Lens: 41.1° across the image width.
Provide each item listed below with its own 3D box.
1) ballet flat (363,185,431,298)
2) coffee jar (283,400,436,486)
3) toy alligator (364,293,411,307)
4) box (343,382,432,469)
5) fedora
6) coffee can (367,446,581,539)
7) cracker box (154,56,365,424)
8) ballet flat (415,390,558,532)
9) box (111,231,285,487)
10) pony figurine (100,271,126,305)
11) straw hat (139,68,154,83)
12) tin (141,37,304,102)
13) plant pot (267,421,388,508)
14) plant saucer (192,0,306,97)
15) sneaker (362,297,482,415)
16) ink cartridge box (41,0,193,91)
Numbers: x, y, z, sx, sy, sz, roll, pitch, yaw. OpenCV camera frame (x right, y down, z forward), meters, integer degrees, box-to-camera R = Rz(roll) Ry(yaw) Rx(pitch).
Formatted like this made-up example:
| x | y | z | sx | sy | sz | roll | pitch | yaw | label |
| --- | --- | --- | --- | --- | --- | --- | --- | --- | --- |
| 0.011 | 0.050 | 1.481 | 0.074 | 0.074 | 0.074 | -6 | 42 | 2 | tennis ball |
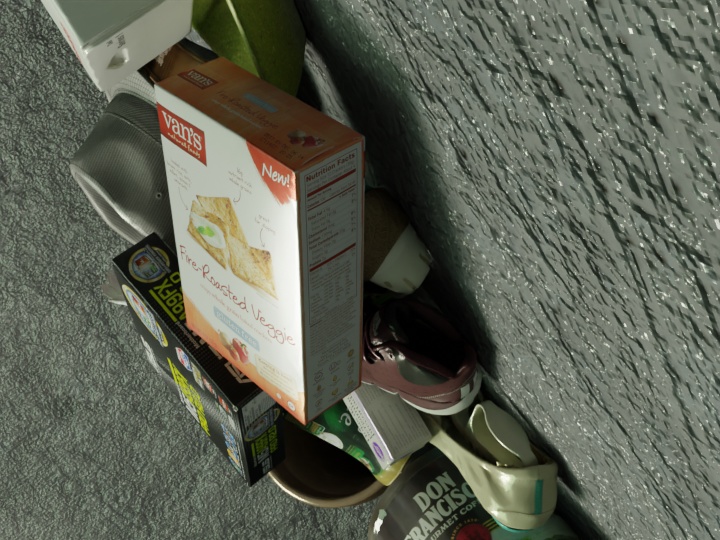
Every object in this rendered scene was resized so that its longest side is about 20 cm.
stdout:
| x | y | z | sx | sy | sz | roll | pitch | yaw | label |
| --- | --- | --- | --- | --- | --- | --- | --- | --- | --- |
| 0.013 | -0.010 | 0.697 | 0.072 | 0.068 | 0.200 | 36 | 170 | 2 | ballet flat |
| -0.002 | 0.119 | 0.878 | 0.199 | 0.105 | 0.085 | 30 | 159 | 1 | coffee jar |
| 0.000 | 0.000 | 0.831 | 0.054 | 0.059 | 0.201 | -35 | 84 | 39 | toy alligator |
| -0.012 | 0.062 | 0.781 | 0.201 | 0.041 | 0.039 | 58 | 157 | 14 | box |
| -0.173 | -0.071 | 0.808 | 0.200 | 0.091 | 0.176 | 49 | 162 | -31 | fedora |
| 0.117 | 0.254 | 0.769 | 0.200 | 0.146 | 0.147 | 47 | 167 | 45 | coffee can |
| -0.062 | -0.017 | 0.616 | 0.134 | 0.057 | 0.201 | 33 | 138 | 34 | cracker box |
| 0.089 | 0.120 | 0.757 | 0.200 | 0.069 | 0.070 | 43 | 164 | 51 | ballet flat |
| -0.129 | 0.082 | 0.801 | 0.160 | 0.044 | 0.201 | 46 | 158 | 19 | box |
| -0.144 | 0.021 | 1.010 | 0.192 | 0.167 | 0.201 | 5 | 134 | 37 | pony figurine |
| -0.195 | -0.244 | 0.869 | 0.201 | 0.085 | 0.201 | 43 | -165 | -14 | straw hat |
| -0.110 | -0.149 | 0.761 | 0.111 | 0.042 | 0.200 | 24 | -169 | -30 | tin |
| -0.009 | 0.181 | 1.155 | 0.201 | 0.200 | 0.174 | 53 | -172 | 21 | plant pot |
| -0.105 | -0.221 | 0.610 | 0.200 | 0.048 | 0.200 | 50 | 169 | 38 | plant saucer |
| -0.002 | 0.038 | 0.701 | 0.198 | 0.076 | 0.116 | 15 | 160 | 7 | sneaker |
| -0.193 | -0.232 | 0.617 | 0.201 | 0.084 | 0.145 | 58 | 172 | -7 | ink cartridge box |
